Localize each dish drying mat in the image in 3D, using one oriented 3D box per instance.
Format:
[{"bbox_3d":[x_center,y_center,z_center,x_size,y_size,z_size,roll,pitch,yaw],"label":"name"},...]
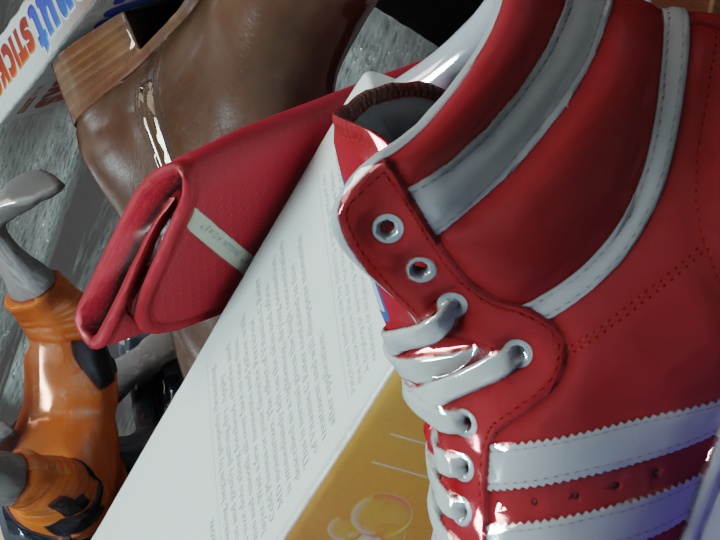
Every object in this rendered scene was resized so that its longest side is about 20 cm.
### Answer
[{"bbox_3d":[0.017,-0.031,0.754,0.018,0.199,0.077,51,139,21],"label":"dish drying mat"}]

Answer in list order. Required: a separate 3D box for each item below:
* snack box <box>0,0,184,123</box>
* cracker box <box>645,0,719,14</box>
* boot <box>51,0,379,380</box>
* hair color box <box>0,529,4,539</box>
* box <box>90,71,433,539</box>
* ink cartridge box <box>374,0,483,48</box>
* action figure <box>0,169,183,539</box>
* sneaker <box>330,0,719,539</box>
[{"bbox_3d":[-0.062,-0.094,0.889,0.024,0.072,0.200,67,156,6],"label":"snack box"},{"bbox_3d":[0.077,-0.095,0.669,0.200,0.057,0.135,-95,13,-58],"label":"cracker box"},{"bbox_3d":[0.000,0.000,0.843,0.186,0.064,0.201,-27,83,51],"label":"boot"},{"bbox_3d":[-0.147,0.177,1.182,0.109,0.064,0.201,158,126,-65],"label":"hair color box"},{"bbox_3d":[0.017,0.068,0.719,0.098,0.124,0.200,-98,31,-47],"label":"box"},{"bbox_3d":[-0.014,-0.171,0.842,0.043,0.198,0.201,-42,-27,-27],"label":"ink cartridge box"},{"bbox_3d":[-0.107,0.053,1.038,0.194,0.104,0.201,69,-172,-48],"label":"action figure"},{"bbox_3d":[0.025,0.035,0.579,0.071,0.112,0.201,-97,31,-77],"label":"sneaker"}]
